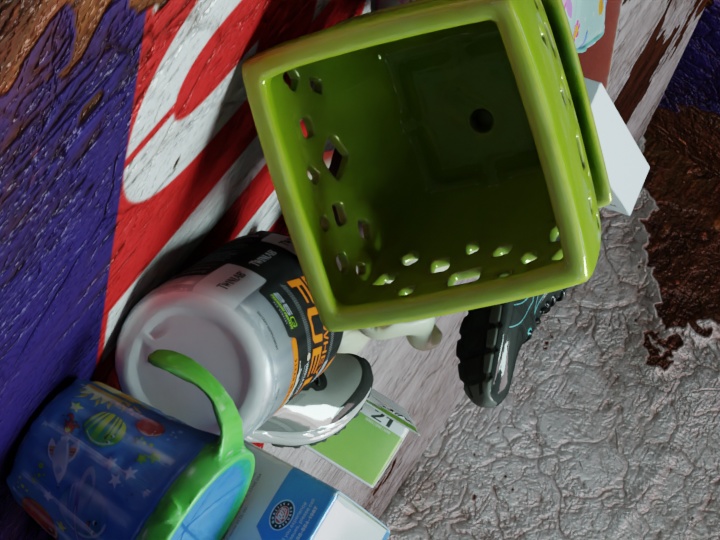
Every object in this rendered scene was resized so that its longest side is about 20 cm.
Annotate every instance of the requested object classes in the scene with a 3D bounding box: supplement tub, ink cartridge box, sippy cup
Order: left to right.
[{"bbox_3d":[-0.160,0.144,1.486,0.178,0.130,0.140,-54,167,-16],"label":"sippy cup"},{"bbox_3d":[-0.101,0.197,1.591,0.084,0.199,0.146,40,78,-49],"label":"ink cartridge box"},{"bbox_3d":[-0.085,0.044,1.603,0.123,0.122,0.200,-62,171,23],"label":"supplement tub"},{"bbox_3d":[-0.032,0.126,1.957,0.076,0.147,0.200,-58,-177,1],"label":"ink cartridge box"}]

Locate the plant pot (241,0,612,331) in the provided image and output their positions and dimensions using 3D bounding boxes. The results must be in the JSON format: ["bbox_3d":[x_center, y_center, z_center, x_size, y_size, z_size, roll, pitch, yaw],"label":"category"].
[{"bbox_3d":[0.061,-0.091,1.500,0.181,0.198,0.201,-45,121,-64],"label":"plant pot"}]

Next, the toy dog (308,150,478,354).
[{"bbox_3d":[0.000,0.000,1.819,0.200,0.193,0.140,-46,-137,33],"label":"toy dog"}]

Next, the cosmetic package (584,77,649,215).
[{"bbox_3d":[0.139,-0.117,1.780,0.052,0.150,0.200,-64,157,-8],"label":"cosmetic package"}]

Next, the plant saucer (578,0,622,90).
[{"bbox_3d":[0.152,-0.236,1.821,0.199,0.037,0.201,5,-95,64],"label":"plant saucer"}]

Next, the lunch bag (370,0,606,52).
[{"bbox_3d":[0.096,-0.208,1.655,0.200,0.159,0.078,-33,130,-68],"label":"lunch bag"}]

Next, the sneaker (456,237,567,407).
[{"bbox_3d":[0.135,0.019,1.828,0.075,0.079,0.201,-19,-124,63],"label":"sneaker"}]

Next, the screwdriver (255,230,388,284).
[{"bbox_3d":[-0.012,0.000,1.692,0.029,0.199,0.028,-5,106,-49],"label":"screwdriver"}]

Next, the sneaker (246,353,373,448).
[{"bbox_3d":[-0.077,0.095,1.754,0.199,0.074,0.080,-10,133,-27],"label":"sneaker"}]

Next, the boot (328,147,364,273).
[{"bbox_3d":[0.018,-0.051,1.665,0.186,0.064,0.201,44,44,-51],"label":"boot"}]
